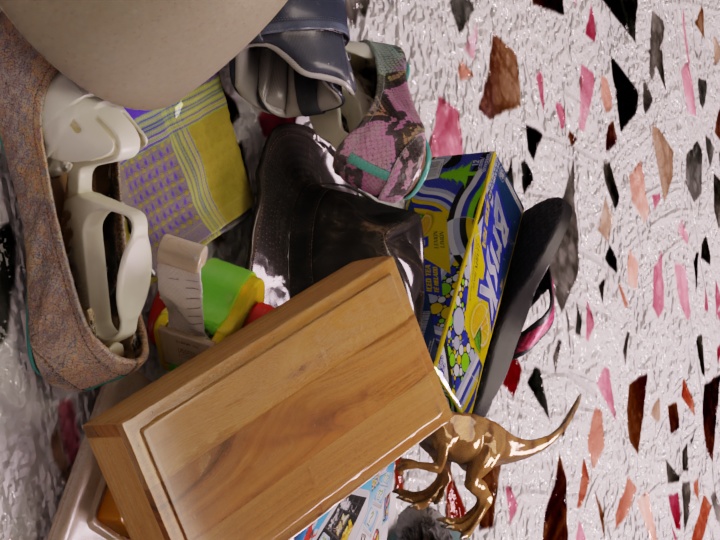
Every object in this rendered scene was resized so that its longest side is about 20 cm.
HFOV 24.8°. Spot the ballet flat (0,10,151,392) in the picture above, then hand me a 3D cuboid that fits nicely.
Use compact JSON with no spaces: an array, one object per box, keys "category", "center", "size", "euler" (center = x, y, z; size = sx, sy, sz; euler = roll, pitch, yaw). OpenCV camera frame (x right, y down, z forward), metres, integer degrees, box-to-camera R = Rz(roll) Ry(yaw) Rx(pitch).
[{"category":"ballet flat","center":[-0.135,-0.040,0.815],"size":[0.068,0.067,0.200],"euler":[-17,101,-55]}]

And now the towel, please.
[{"category":"towel","center":[-0.114,-0.102,0.914],"size":[0.144,0.023,0.200],"euler":[-35,117,-57]}]

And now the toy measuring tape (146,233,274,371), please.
[{"category":"toy measuring tape","center":[-0.080,0.012,0.871],"size":[0.200,0.074,0.074],"euler":[94,7,-63]}]

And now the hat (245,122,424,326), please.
[{"category":"hat","center":[0.000,0.000,1.037],"size":[0.201,0.081,0.201],"euler":[-1,90,-68]}]

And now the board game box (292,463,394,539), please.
[{"category":"board game box","center":[-0.026,0.172,0.974],"size":[0.200,0.035,0.126],"euler":[-30,127,-69]}]

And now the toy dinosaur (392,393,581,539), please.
[{"category":"toy dinosaur","center":[0.081,0.123,1.108],"size":[0.200,0.060,0.106],"euler":[18,101,-41]}]

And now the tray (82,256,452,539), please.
[{"category":"tray","center":[-0.039,0.077,0.834],"size":[0.200,0.037,0.099],"euler":[-31,106,-41]}]

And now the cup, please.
[{"category":"cup","center":[-0.085,-0.197,0.796],"size":[0.200,0.143,0.200],"euler":[41,37,-41]}]

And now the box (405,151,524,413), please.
[{"category":"box","center":[0.061,0.010,1.185],"size":[0.070,0.064,0.200],"euler":[58,40,-42]}]

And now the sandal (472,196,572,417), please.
[{"category":"sandal","center":[0.113,0.039,1.231],"size":[0.045,0.075,0.200],"euler":[26,82,-23]}]

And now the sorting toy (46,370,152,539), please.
[{"category":"sorting toy","center":[-0.105,0.169,0.883],"size":[0.185,0.036,0.200],"euler":[48,46,-49]}]

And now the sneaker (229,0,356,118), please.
[{"category":"sneaker","center":[-0.023,-0.166,1.019],"size":[0.202,0.077,0.146],"euler":[-4,82,-58]}]

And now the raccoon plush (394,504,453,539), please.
[{"category":"raccoon plush","center":[0.043,0.210,1.042],"size":[0.134,0.097,0.200],"euler":[89,-19,-49]}]

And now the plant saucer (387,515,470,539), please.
[{"category":"plant saucer","center":[0.061,0.274,1.185],"size":[0.200,0.036,0.200],"euler":[15,73,-61]}]

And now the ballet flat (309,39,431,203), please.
[{"category":"ballet flat","center":[-0.002,-0.108,1.048],"size":[0.071,0.069,0.200],"euler":[25,23,-18]}]
